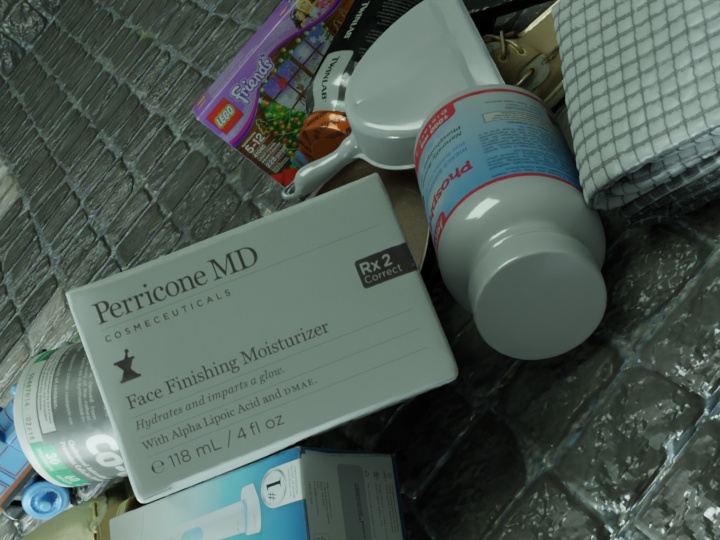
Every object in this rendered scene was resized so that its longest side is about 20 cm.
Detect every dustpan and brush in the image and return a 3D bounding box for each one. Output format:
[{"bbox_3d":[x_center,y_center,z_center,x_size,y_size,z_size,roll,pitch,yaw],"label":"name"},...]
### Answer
[{"bbox_3d":[0.014,-0.116,0.989,0.200,0.057,0.140,-28,52,10],"label":"dustpan and brush"}]

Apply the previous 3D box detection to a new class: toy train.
[{"bbox_3d":[-0.302,0.154,1.235,0.200,0.114,0.087,-48,28,9],"label":"toy train"}]

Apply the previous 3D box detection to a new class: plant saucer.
[{"bbox_3d":[0.000,0.000,1.005,0.200,0.037,0.201,-32,47,41],"label":"plant saucer"}]

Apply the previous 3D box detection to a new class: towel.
[{"bbox_3d":[0.219,-0.135,0.772,0.200,0.086,0.166,-29,51,40],"label":"towel"}]

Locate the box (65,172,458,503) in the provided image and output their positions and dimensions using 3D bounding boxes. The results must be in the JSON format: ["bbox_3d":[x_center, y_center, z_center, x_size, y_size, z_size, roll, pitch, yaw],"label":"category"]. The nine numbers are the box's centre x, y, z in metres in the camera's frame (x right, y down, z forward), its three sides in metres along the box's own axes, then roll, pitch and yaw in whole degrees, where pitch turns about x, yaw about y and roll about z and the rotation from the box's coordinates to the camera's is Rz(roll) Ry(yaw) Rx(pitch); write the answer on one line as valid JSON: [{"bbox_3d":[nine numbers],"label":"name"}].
[{"bbox_3d":[-0.060,0.048,0.810,0.199,0.131,0.200,-22,-6,-5],"label":"box"}]

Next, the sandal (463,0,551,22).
[{"bbox_3d":[0.160,-0.256,1.020,0.200,0.048,0.075,-21,61,11],"label":"sandal"}]

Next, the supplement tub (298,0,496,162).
[{"bbox_3d":[0.031,-0.174,1.104,0.122,0.122,0.200,-7,51,54],"label":"supplement tub"}]

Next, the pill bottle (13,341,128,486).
[{"bbox_3d":[-0.158,0.098,0.988,0.200,0.113,0.113,-15,42,24],"label":"pill bottle"}]

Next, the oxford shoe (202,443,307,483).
[{"bbox_3d":[-0.056,0.148,0.913,0.200,0.071,0.074,-15,39,48],"label":"oxford shoe"}]

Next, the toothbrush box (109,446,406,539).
[{"bbox_3d":[-0.065,0.205,0.786,0.200,0.085,0.147,-27,62,39],"label":"toothbrush box"}]

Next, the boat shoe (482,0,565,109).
[{"bbox_3d":[0.114,-0.151,1.005,0.200,0.069,0.074,-50,27,6],"label":"boat shoe"}]

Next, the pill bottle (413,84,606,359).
[{"bbox_3d":[0.100,-0.035,0.844,0.109,0.109,0.200,-41,29,21],"label":"pill bottle"}]

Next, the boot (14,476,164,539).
[{"bbox_3d":[-0.225,0.231,0.991,0.155,0.073,0.200,-29,13,-3],"label":"boot"}]

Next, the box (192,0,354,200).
[{"bbox_3d":[-0.045,-0.184,1.217,0.200,0.137,0.039,-48,27,9],"label":"box"}]
